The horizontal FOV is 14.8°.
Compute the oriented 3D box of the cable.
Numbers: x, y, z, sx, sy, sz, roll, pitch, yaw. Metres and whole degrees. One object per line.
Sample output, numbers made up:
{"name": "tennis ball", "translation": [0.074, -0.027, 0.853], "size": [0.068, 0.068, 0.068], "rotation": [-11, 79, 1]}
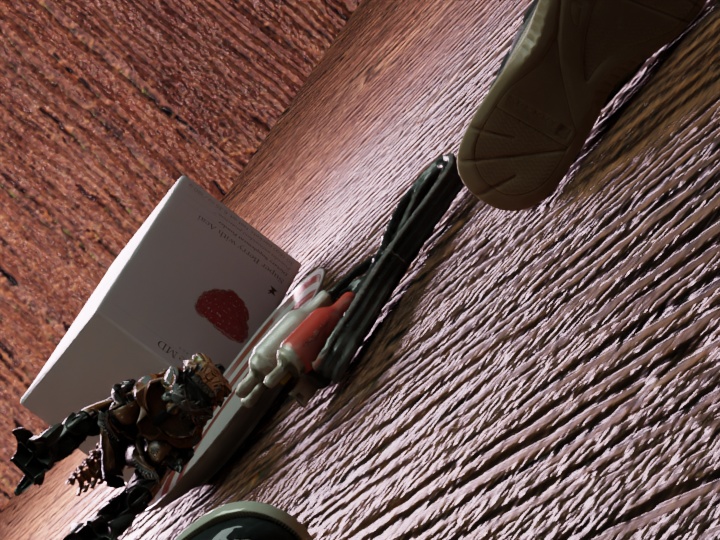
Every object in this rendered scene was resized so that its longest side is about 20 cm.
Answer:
{"name": "cable", "translation": [0.000, 0.000, 1.611], "size": [0.200, 0.050, 0.097], "rotation": [-57, 8, -18]}

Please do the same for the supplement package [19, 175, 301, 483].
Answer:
{"name": "supplement package", "translation": [-0.147, 0.047, 2.092], "size": [0.120, 0.121, 0.200], "rotation": [-48, 9, 35]}

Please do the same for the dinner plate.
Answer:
{"name": "dinner plate", "translation": [-0.078, 0.084, 1.847], "size": [0.201, 0.024, 0.200], "rotation": [-53, 7, 9]}

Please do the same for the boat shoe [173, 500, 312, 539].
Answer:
{"name": "boat shoe", "translation": [-0.082, 0.181, 1.150], "size": [0.200, 0.074, 0.066], "rotation": [-50, 9, 30]}

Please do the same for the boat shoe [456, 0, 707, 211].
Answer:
{"name": "boat shoe", "translation": [0.115, -0.121, 1.366], "size": [0.200, 0.072, 0.065], "rotation": [-57, 10, 19]}

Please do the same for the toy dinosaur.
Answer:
{"name": "toy dinosaur", "translation": [-0.147, 0.118, 1.798], "size": [0.136, 0.102, 0.200], "rotation": [-41, -19, -32]}
